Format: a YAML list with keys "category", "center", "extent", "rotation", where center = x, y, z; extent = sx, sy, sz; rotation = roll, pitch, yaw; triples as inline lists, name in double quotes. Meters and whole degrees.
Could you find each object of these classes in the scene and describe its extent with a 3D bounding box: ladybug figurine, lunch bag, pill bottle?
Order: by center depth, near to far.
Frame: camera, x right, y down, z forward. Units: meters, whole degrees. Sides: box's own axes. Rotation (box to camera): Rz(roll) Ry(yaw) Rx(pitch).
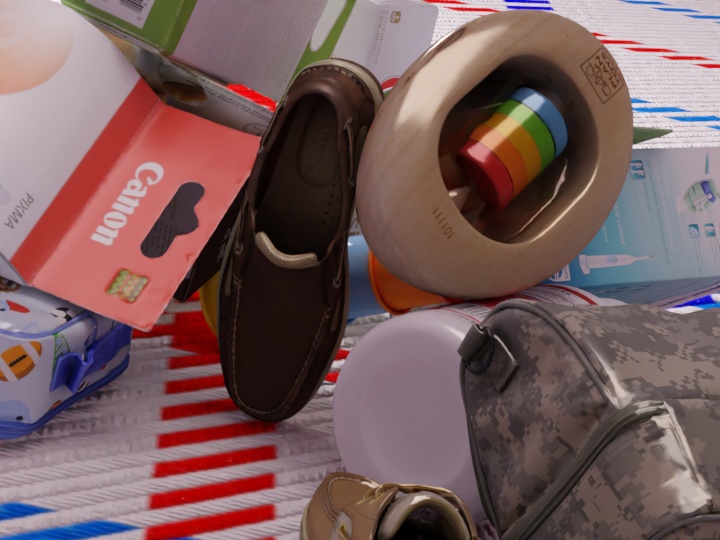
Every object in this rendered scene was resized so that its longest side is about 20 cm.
- category: "lunch bag"
  center: [0.156, 0.087, 1.182]
  extent: [0.199, 0.140, 0.168]
  rotation: [1, 51, -33]
- category: "lunch bag"
  center: [-0.203, 0.025, 1.299]
  extent: [0.159, 0.076, 0.200]
  rotation: [21, 17, 10]
- category: "ladybug figurine"
  center: [0.068, -0.060, 1.316]
  extent: [0.200, 0.136, 0.072]
  rotation: [-39, 10, -35]
- category: "pill bottle"
  center: [0.083, 0.067, 1.319]
  extent: [0.112, 0.113, 0.200]
  rotation: [23, 19, 31]

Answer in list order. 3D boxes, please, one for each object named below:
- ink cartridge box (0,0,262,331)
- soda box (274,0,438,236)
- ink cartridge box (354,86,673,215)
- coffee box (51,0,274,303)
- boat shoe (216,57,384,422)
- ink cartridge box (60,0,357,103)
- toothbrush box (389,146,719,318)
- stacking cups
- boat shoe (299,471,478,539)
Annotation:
- category: "ink cartridge box"
  center: [-0.167, -0.068, 1.301]
  extent: [0.199, 0.050, 0.163]
  rotation: [20, 48, 11]
- category: "soda box"
  center: [-0.014, -0.085, 1.590]
  extent: [0.068, 0.201, 0.063]
  rotation: [26, 20, 37]
- category: "ink cartridge box"
  center: [0.072, -0.085, 1.475]
  extent: [0.199, 0.060, 0.104]
  rotation: [-17, -12, 37]
- category: "coffee box"
  center: [-0.152, -0.077, 1.418]
  extent: [0.199, 0.080, 0.114]
  rotation: [27, 32, 12]
- category: "boat shoe"
  center: [-0.041, -0.012, 1.317]
  extent: [0.074, 0.204, 0.075]
  rotation: [12, 14, 8]
- category: "ink cartridge box"
  center: [-0.069, -0.184, 1.431]
  extent: [0.075, 0.149, 0.200]
  rotation: [26, 3, 23]
- category: "toothbrush box"
  center: [0.131, -0.017, 1.495]
  extent: [0.199, 0.086, 0.146]
  rotation: [-3, -11, -36]
- category: "stacking cups"
  center: [0.000, 0.000, 1.412]
  extent: [0.199, 0.061, 0.060]
  rotation: [-11, -1, 36]
- category: "boat shoe"
  center: [0.027, 0.133, 1.135]
  extent: [0.074, 0.067, 0.200]
  rotation: [7, 18, -24]
